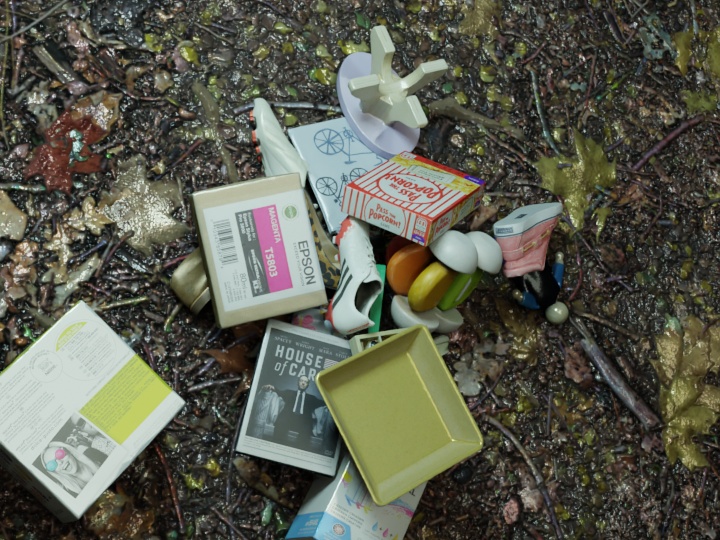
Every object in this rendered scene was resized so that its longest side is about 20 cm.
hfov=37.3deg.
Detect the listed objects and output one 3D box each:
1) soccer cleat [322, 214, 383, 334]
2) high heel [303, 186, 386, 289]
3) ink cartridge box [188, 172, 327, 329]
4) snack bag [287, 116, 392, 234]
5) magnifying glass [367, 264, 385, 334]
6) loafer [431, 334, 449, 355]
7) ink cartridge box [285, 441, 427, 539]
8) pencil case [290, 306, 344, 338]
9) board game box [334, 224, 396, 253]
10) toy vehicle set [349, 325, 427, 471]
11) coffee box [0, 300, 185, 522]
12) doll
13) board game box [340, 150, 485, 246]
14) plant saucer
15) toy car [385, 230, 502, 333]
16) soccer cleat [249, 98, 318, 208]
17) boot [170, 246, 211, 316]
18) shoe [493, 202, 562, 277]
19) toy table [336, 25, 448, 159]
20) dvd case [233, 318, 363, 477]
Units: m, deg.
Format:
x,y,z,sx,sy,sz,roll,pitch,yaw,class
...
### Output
x,y,z,sx,sy,sz,roll,pitch,yaw,class
0.000,0.000,1.596,0.069,0.085,0.202,35,56,-45,soccer cleat
-0.038,-0.048,1.655,0.198,0.143,0.072,12,27,-14,high heel
-0.149,-0.030,1.553,0.163,0.075,0.202,-13,93,-13,ink cartridge box
-0.004,-0.164,1.752,0.187,0.021,0.201,-16,73,-27,snack bag
0.019,0.089,1.630,0.022,0.080,0.202,5,75,0,magnifying glass
0.060,0.167,1.678,0.199,0.076,0.069,-30,97,-14,loafer
0.003,0.334,1.576,0.128,0.125,0.201,32,66,-12,ink cartridge box
-0.073,0.157,1.615,0.090,0.083,0.202,7,72,9,pencil case
0.047,-0.084,1.765,0.198,0.023,0.106,-5,75,-23,board game box
0.065,0.186,1.565,0.123,0.026,0.202,-8,75,-27,toy vehicle set
-0.384,0.191,1.413,0.198,0.200,0.200,45,65,-5,coffee box
0.298,0.002,1.830,0.136,0.048,0.201,-31,89,-29,doll
0.084,-0.114,1.648,0.151,0.047,0.200,23,31,20,board game box
0.049,0.204,1.508,0.199,0.048,0.201,-23,82,-29,plant saucer
0.114,0.000,1.689,0.150,0.176,0.199,42,22,25,toy car
-0.124,-0.178,1.692,0.077,0.069,0.202,-15,89,-5,soccer cleat
-0.207,-0.027,1.622,0.075,0.074,0.200,41,67,4,boot
0.284,-0.052,1.777,0.200,0.071,0.092,-26,110,-54,shoe
0.044,-0.295,1.752,0.183,0.117,0.201,-29,80,-29,toy table
-0.087,0.183,1.547,0.149,0.025,0.202,16,71,-9,dvd case
